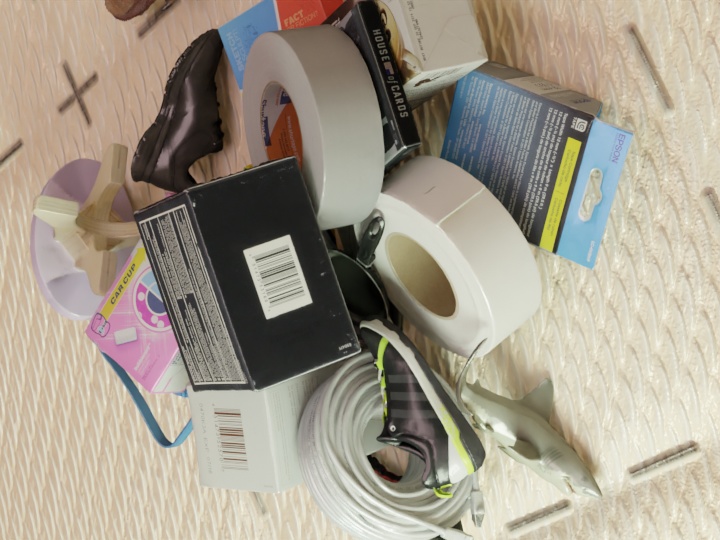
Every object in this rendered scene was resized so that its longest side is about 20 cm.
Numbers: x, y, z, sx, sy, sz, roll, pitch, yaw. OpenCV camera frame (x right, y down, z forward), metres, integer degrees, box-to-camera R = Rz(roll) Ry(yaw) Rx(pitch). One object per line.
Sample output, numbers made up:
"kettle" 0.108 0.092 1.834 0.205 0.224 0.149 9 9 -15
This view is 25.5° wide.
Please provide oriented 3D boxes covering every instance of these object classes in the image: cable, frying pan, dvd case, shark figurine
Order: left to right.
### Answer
"frying pan" -0.014 -0.006 1.634 0.115 0.031 0.190 26 137 28
"dvd case" -0.008 -0.159 1.577 0.200 0.025 0.150 -37 69 65
"cable" 0.031 0.184 1.642 0.069 0.200 0.200 -35 46 53
"shark figurine" 0.156 0.136 1.593 0.090 0.214 0.128 -52 26 -7

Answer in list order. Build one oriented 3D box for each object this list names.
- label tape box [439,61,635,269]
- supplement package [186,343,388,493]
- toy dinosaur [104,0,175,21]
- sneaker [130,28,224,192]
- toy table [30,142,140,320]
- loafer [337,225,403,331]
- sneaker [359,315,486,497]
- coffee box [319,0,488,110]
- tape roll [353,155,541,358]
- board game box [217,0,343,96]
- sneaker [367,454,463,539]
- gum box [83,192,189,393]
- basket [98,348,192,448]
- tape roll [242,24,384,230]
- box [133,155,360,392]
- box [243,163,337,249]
"label tape box" 0.176 -0.105 1.550 0.200 0.066 0.143 26 114 31
"supplement package" -0.074 0.155 1.712 0.117 0.200 0.117 -2 98 39
"toy dinosaur" -0.252 -0.337 1.836 0.136 0.086 0.200 53 132 9
"sneaker" -0.191 -0.181 1.828 0.091 0.076 0.200 24 103 -3
"toy table" -0.313 -0.051 1.879 0.117 0.184 0.200 -28 67 56
"loafer" 0.017 -0.025 1.694 0.070 0.070 0.200 7 111 33
"sneaker" 0.043 0.134 1.581 0.083 0.072 0.200 -34 70 -5
"coffee box" 0.036 -0.225 1.575 0.200 0.080 0.113 -25 80 65
"tape roll" 0.084 -0.013 1.576 0.202 0.071 0.202 42 155 25
"board game box" -0.062 -0.204 1.734 0.153 0.040 0.200 -24 84 39
"sneaker" 0.034 0.268 1.748 0.200 0.074 0.087 27 128 36
"gum box" -0.204 0.030 1.728 0.113 0.066 0.200 39 105 24
"basket" -0.214 0.087 1.849 0.200 0.139 0.176 -45 70 27
"tape roll" -0.049 -0.138 1.559 0.200 0.066 0.200 169 90 -67
"box" -0.115 0.007 1.551 0.198 0.123 0.200 -10 99 66
"box" -0.067 -0.023 1.718 0.070 0.064 0.200 26 131 53
